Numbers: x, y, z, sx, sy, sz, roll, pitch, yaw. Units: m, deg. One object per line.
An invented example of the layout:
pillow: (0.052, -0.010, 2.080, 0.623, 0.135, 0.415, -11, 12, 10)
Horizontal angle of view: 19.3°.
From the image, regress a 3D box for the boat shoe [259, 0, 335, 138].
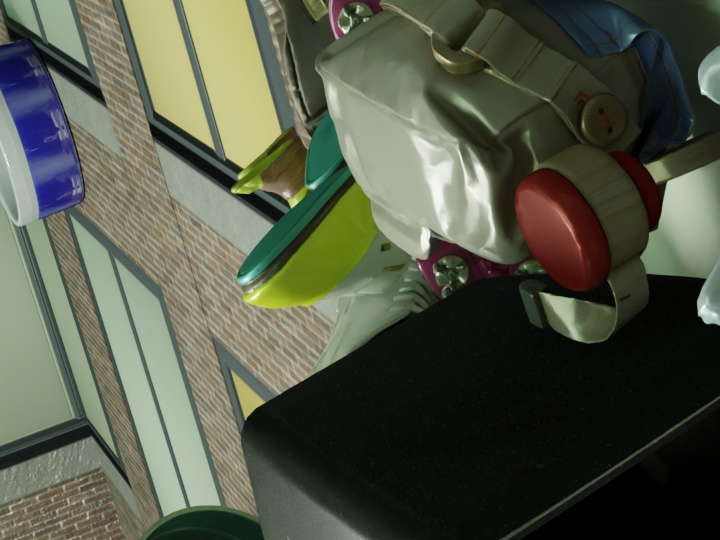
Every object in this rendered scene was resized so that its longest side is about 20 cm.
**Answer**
boat shoe: (-0.010, -0.137, 1.129, 0.200, 0.072, 0.076, 65, -159, -14)

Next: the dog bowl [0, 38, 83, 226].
dog bowl: (-0.381, -0.156, 2.374, 0.200, 0.079, 0.200, 160, 90, -75)

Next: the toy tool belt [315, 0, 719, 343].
toy tool belt: (0.078, -0.062, 0.813, 0.200, 0.123, 0.125, 30, 145, 57)

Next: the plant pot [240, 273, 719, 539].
plant pot: (0.068, 0.111, 0.809, 0.177, 0.199, 0.200, 25, 136, 48)

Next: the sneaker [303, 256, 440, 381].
sneaker: (0.024, 0.031, 1.045, 0.076, 0.200, 0.081, 33, 141, -7)

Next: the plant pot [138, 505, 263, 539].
plant pot: (-0.155, 0.336, 1.856, 0.188, 0.200, 0.200, -45, 63, 46)

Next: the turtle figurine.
turtle figurine: (0.000, 0.000, 1.146, 0.161, 0.064, 0.200, 50, -160, -11)

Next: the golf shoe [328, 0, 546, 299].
golf shoe: (0.048, -0.066, 1.017, 0.092, 0.075, 0.200, -75, -33, -74)

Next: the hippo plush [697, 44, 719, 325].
hippo plush: (0.150, -0.096, 0.524, 0.161, 0.159, 0.200, 18, -120, -72)

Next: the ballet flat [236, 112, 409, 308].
ballet flat: (-0.003, -0.026, 1.021, 0.067, 0.067, 0.200, 44, -153, -12)
